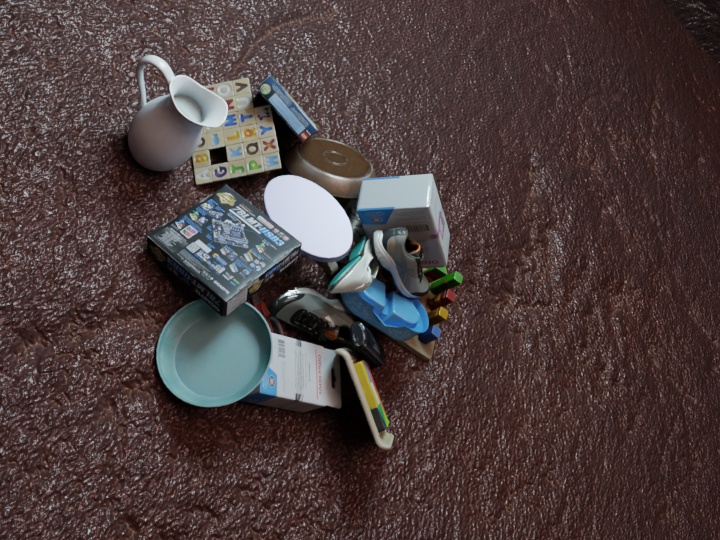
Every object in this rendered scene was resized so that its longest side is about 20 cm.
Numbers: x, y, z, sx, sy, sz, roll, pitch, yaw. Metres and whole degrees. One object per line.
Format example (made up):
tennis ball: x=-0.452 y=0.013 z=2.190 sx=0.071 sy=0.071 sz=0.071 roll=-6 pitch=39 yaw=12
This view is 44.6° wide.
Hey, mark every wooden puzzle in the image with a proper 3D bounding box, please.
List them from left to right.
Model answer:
wooden puzzle: x=0.015 y=0.233 z=1.650 sx=0.185 sy=0.037 sz=0.202 roll=40 pitch=25 yaw=-84

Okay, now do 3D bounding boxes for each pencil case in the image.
pencil case: x=-0.003 y=-0.094 z=1.812 sx=0.090 sy=0.077 sz=0.201 roll=52 pitch=55 yaw=-41

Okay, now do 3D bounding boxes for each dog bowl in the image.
dog bowl: x=0.043 y=0.066 z=1.719 sx=0.199 sy=0.050 sz=0.112 roll=33 pitch=33 yaw=-22

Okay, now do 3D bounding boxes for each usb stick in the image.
usb stick: x=0.015 y=0.145 z=1.693 sx=0.200 sy=0.032 sz=0.056 roll=52 pitch=25 yaw=-70

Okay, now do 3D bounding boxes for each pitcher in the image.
pitcher: x=-0.348 y=-0.274 z=1.546 sx=0.172 sy=0.199 sz=0.122 roll=45 pitch=48 yaw=-13

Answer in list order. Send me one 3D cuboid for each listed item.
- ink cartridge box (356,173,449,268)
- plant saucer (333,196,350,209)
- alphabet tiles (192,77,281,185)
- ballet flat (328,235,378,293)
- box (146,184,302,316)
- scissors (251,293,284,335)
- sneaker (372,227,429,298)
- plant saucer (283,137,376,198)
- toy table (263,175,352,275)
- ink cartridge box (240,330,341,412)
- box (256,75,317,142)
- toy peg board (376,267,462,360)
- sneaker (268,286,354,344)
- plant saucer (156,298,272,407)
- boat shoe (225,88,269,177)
ink cartridge box: x=0.089 y=-0.091 z=1.733 sx=0.201 sy=0.143 sz=0.085 roll=67 pitch=26 yaw=-51
plant saucer: x=-0.052 y=-0.197 z=1.875 sx=0.199 sy=0.031 sz=0.202 roll=18 pitch=59 yaw=-33
alphabet tiles: x=-0.248 y=-0.272 z=1.689 sx=0.165 sy=0.008 sz=0.202 roll=-11 pitch=74 yaw=0
ballet flat: x=0.000 y=0.000 z=1.640 sx=0.070 sy=0.069 sz=0.200 roll=49 pitch=29 yaw=-11
box: x=-0.240 y=-0.041 z=1.561 sx=0.199 sy=0.050 sz=0.198 roll=37 pitch=51 yaw=17
scissors: x=-0.192 y=0.056 z=1.655 sx=0.073 sy=0.014 sz=0.202 roll=-4 pitch=72 yaw=-40
sneaker: x=0.094 y=-0.012 z=1.709 sx=0.200 sy=0.079 sz=0.075 roll=51 pitch=31 yaw=-46
plant saucer: x=-0.055 y=-0.215 z=1.773 sx=0.198 sy=0.035 sz=0.201 roll=15 pitch=34 yaw=-11
toy table: x=-0.106 y=-0.077 z=1.680 sx=0.183 sy=0.117 sz=0.201 roll=-29 pitch=73 yaw=-20
ink cartridge box: x=-0.127 y=0.190 z=1.597 sx=0.199 sy=0.067 sz=0.117 roll=20 pitch=59 yaw=-42
box: x=-0.146 y=-0.327 z=1.766 sx=0.137 sy=0.038 sz=0.200 roll=48 pitch=5 yaw=-11
toy peg board: x=0.116 y=0.048 z=1.856 sx=0.199 sy=0.098 sz=0.201 roll=34 pitch=52 yaw=-23
sneaker: x=-0.083 y=0.089 z=1.661 sx=0.199 sy=0.074 sz=0.080 roll=17 pitch=40 yaw=-37
plant saucer: x=-0.246 y=0.141 z=1.499 sx=0.198 sy=0.036 sz=0.202 roll=0 pitch=63 yaw=1
boat shoe: x=-0.239 y=-0.269 z=1.735 sx=0.068 sy=0.072 sz=0.202 roll=13 pitch=51 yaw=-67
